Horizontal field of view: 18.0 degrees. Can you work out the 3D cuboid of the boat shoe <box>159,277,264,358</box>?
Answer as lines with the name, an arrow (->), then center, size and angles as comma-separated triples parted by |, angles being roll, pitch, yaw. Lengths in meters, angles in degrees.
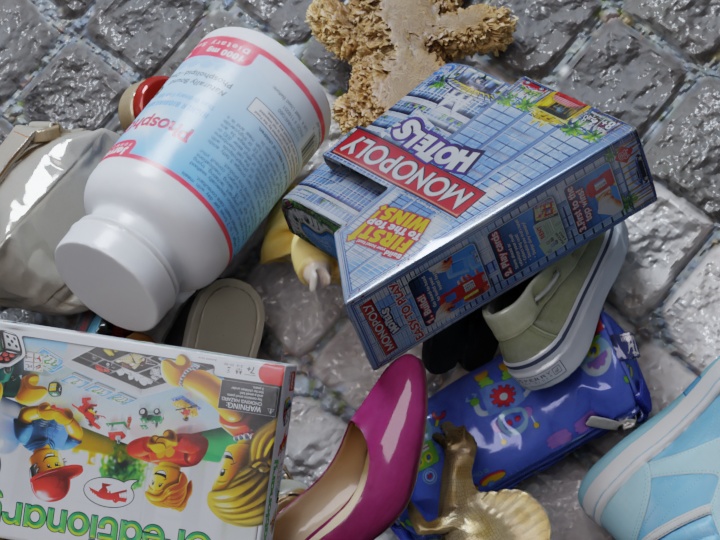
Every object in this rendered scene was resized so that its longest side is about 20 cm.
boat shoe -> -0.121, 0.101, 1.534 | 0.063, 0.072, 0.201 | 2, 71, 67

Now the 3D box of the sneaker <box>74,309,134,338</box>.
sneaker -> -0.221, 0.104, 1.541 | 0.095, 0.079, 0.201 | 15, 75, 20

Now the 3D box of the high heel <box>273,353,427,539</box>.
high heel -> -0.028, 0.136, 1.348 | 0.201, 0.096, 0.067 | -71, 22, 5

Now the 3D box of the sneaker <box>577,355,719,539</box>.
sneaker -> 0.243, 0.123, 1.377 | 0.200, 0.079, 0.131 | -42, 60, 10

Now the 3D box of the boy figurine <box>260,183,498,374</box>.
boy figurine -> 0.000, 0.000, 1.494 | 0.200, 0.124, 0.065 | 28, 110, 38

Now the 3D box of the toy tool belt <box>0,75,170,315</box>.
toy tool belt -> -0.209, -0.052, 1.577 | 0.123, 0.125, 0.200 | -11, 38, 53

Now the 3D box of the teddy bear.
teddy bear -> 0.032, -0.174, 1.581 | 0.144, 0.067, 0.201 | -15, 63, -7

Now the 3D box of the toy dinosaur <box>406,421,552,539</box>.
toy dinosaur -> 0.074, 0.180, 1.345 | 0.101, 0.058, 0.200 | -33, 68, 4

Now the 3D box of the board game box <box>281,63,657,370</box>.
board game box -> 0.041, -0.039, 1.394 | 0.200, 0.062, 0.200 | -40, 41, -19

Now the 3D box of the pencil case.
pencil case -> 0.093, 0.101, 1.436 | 0.199, 0.078, 0.087 | -30, 46, 7

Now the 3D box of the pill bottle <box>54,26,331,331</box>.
pill bottle -> -0.113, -0.059, 1.505 | 0.108, 0.109, 0.200 | 20, 56, 25

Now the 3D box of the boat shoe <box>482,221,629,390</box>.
boat shoe -> 0.122, -0.008, 1.428 | 0.072, 0.062, 0.200 | -21, 27, 24

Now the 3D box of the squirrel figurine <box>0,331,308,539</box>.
squirrel figurine -> -0.121, 0.166, 1.431 | 0.187, 0.141, 0.200 | 42, 78, -12

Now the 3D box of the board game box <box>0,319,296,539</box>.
board game box -> -0.144, 0.103, 1.336 | 0.199, 0.035, 0.127 | 8, 90, 10
